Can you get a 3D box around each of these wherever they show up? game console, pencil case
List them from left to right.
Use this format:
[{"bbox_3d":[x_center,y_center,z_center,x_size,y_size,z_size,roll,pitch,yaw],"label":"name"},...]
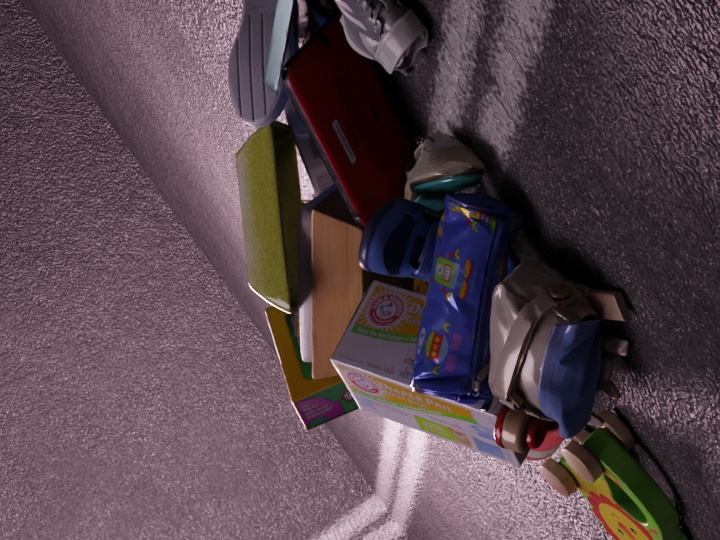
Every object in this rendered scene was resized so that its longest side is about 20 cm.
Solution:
[{"bbox_3d":[-0.025,-0.167,1.605,0.118,0.173,0.201,2,131,43],"label":"game console"},{"bbox_3d":[0.101,0.029,1.455,0.087,0.077,0.202,19,101,58],"label":"pencil case"}]

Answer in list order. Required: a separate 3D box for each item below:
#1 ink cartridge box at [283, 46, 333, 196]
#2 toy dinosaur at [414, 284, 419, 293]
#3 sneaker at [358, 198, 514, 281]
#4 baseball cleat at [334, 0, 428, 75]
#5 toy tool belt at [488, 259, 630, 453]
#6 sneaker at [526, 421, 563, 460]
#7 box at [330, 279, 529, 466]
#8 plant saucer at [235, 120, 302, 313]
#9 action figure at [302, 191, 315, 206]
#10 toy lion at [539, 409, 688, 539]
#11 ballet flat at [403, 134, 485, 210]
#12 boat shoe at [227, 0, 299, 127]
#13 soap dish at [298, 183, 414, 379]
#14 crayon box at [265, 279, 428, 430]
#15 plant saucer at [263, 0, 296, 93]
[{"bbox_3d":[-0.073,-0.200,1.717,0.161,0.050,0.201,70,175,-67],"label":"ink cartridge box"},{"bbox_3d":[0.095,0.072,1.727,0.200,0.060,0.107,49,169,29],"label":"toy dinosaur"},{"bbox_3d":[0.077,-0.021,1.518,0.082,0.075,0.199,27,-164,37],"label":"sneaker"},{"bbox_3d":[0.010,-0.250,1.367,0.106,0.070,0.200,40,171,34],"label":"baseball cleat"},{"bbox_3d":[0.183,0.094,1.418,0.122,0.125,0.202,17,124,29],"label":"toy tool belt"},{"bbox_3d":[0.146,0.148,1.746,0.198,0.074,0.087,20,157,-10],"label":"sneaker"},{"bbox_3d":[0.086,0.103,1.584,0.198,0.102,0.113,17,154,30],"label":"box"},{"bbox_3d":[-0.096,-0.058,1.695,0.200,0.047,0.202,-36,-60,-85],"label":"plant saucer"},{"bbox_3d":[-0.013,-0.082,1.823,0.199,0.101,0.120,-27,65,42],"label":"action figure"},{"bbox_3d":[0.283,0.249,1.634,0.192,0.069,0.200,47,167,9],"label":"toy lion"},{"bbox_3d":[0.072,-0.101,1.513,0.200,0.067,0.063,145,118,-77],"label":"ballet flat"},{"bbox_3d":[-0.089,-0.242,1.608,0.071,0.071,0.203,28,-116,-66],"label":"boat shoe"},{"bbox_3d":[0.000,0.000,1.683,0.080,0.157,0.202,14,119,24],"label":"soap dish"},{"bbox_3d":[0.000,0.078,1.857,0.173,0.198,0.059,-111,-3,-48],"label":"crayon box"},{"bbox_3d":[-0.067,-0.263,1.464,0.201,0.019,0.070,104,177,-47],"label":"plant saucer"}]
